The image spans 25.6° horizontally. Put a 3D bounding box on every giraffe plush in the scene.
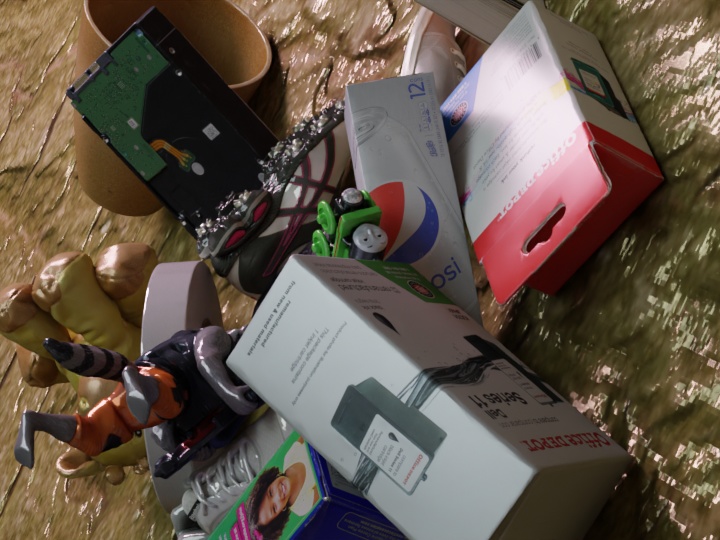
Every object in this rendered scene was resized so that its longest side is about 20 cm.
[{"bbox_3d":[-0.218,0.099,1.386,0.171,0.200,0.163,-28,48,13],"label":"giraffe plush"}]

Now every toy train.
[{"bbox_3d":[-0.013,0.025,1.071,0.057,0.041,0.201,60,154,32],"label":"toy train"}]

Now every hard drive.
[{"bbox_3d":[-0.158,-0.122,1.414,0.139,0.200,0.038,-33,15,44],"label":"hard drive"}]

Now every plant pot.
[{"bbox_3d":[-0.207,-0.159,1.552,0.187,0.185,0.201,-104,32,-46],"label":"plant pot"}]

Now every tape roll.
[{"bbox_3d":[-0.137,0.093,1.265,0.203,0.037,0.205,-3,-90,-86],"label":"tape roll"}]

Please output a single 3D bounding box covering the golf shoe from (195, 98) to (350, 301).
[{"bbox_3d":[-0.047,-0.064,1.320,0.200,0.088,0.077,-48,15,-11],"label":"golf shoe"}]

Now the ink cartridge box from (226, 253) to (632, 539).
[{"bbox_3d":[0.043,0.083,0.927,0.200,0.146,0.083,41,108,25],"label":"ink cartridge box"}]

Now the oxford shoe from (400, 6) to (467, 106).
[{"bbox_3d":[0.059,-0.134,1.201,0.057,0.076,0.201,2,46,13],"label":"oxford shoe"}]

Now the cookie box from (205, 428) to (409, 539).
[{"bbox_3d":[-0.016,0.207,0.986,0.201,0.170,0.076,-52,31,23],"label":"cookie box"}]

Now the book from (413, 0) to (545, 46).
[{"bbox_3d":[0.041,-0.259,1.175,0.048,0.199,0.135,-42,39,36],"label":"book"}]

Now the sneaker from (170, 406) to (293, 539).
[{"bbox_3d":[-0.081,0.154,1.137,0.200,0.080,0.076,121,141,-51],"label":"sneaker"}]

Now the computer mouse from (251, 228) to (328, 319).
[{"bbox_3d":[0.000,0.000,1.226,0.200,0.046,0.141,-50,28,6],"label":"computer mouse"}]

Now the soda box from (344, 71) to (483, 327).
[{"bbox_3d":[0.036,-0.027,1.077,0.068,0.063,0.202,100,160,-78],"label":"soda box"}]

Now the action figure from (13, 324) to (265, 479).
[{"bbox_3d":[-0.118,0.067,1.080,0.200,0.193,0.105,-38,78,28],"label":"action figure"}]

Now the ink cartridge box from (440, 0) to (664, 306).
[{"bbox_3d":[0.124,-0.070,1.047,0.116,0.067,0.201,-49,35,30],"label":"ink cartridge box"}]
